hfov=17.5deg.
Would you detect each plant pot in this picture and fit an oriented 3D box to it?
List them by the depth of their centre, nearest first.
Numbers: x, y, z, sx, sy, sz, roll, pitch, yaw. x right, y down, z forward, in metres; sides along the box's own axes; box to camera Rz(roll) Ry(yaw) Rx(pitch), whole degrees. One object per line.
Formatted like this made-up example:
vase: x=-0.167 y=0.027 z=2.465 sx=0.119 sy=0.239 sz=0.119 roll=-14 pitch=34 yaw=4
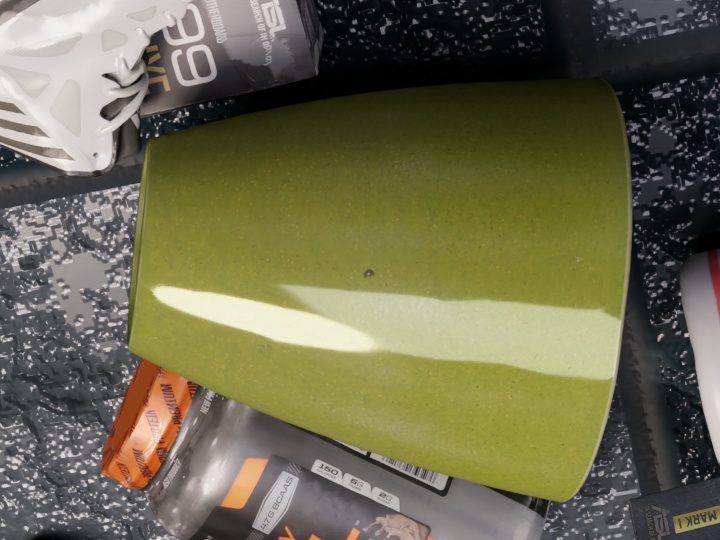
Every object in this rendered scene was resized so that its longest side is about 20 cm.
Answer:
plant pot: x=0.000 y=0.000 z=1.029 sx=0.198 sy=0.188 sz=0.189 roll=5 pitch=119 yaw=-8

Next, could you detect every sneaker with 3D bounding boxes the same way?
sneaker: x=-0.098 y=-0.111 z=1.007 sx=0.199 sy=0.076 sz=0.116 roll=-17 pitch=125 yaw=20

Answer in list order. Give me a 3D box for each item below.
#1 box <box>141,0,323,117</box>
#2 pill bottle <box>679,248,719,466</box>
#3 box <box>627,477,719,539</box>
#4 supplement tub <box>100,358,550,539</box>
box: x=-0.116 y=-0.166 z=1.037 sx=0.156 sy=0.050 sz=0.201 roll=-11 pitch=117 yaw=9
pill bottle: x=0.255 y=0.026 z=1.086 sx=0.198 sy=0.109 sz=0.109 roll=-13 pitch=117 yaw=11
box: x=0.227 y=0.147 z=1.132 sx=0.156 sy=0.051 sz=0.200 roll=-15 pitch=151 yaw=11
supplement tub: x=-0.017 y=0.096 z=1.134 sx=0.199 sy=0.123 sz=0.123 roll=26 pitch=117 yaw=-10
